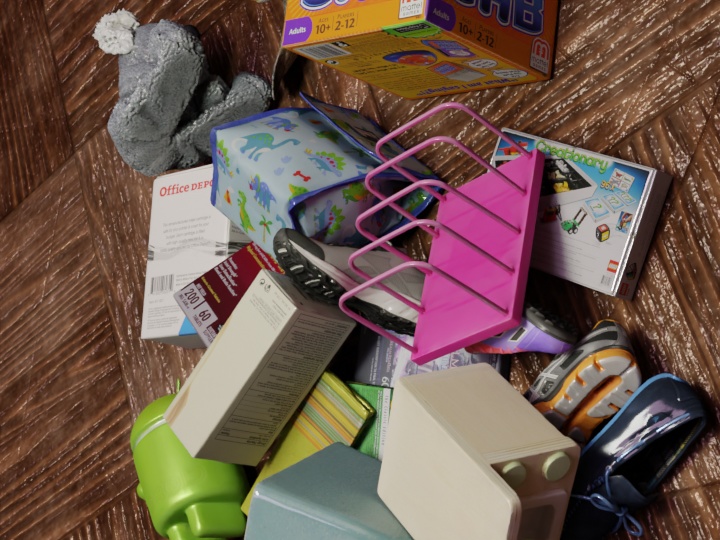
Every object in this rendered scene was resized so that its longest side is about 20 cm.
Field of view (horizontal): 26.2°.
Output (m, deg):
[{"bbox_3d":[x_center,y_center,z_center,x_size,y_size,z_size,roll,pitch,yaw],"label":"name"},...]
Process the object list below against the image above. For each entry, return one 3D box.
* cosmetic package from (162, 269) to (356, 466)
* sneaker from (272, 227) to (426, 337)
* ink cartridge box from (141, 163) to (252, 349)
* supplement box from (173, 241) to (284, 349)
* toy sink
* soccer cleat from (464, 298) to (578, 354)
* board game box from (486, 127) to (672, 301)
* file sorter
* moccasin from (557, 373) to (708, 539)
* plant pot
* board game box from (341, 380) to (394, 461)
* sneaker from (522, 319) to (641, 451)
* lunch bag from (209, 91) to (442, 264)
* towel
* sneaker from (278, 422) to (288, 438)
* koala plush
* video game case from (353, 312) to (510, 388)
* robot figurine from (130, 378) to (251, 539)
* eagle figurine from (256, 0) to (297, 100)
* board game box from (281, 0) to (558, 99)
[{"bbox_3d":[-0.106,0.104,1.619,0.200,0.105,0.071,-54,53,14],"label":"cosmetic package"},{"bbox_3d":[0.000,0.000,1.575,0.074,0.200,0.079,-12,56,62],"label":"sneaker"},{"bbox_3d":[-0.178,-0.015,1.835,0.146,0.084,0.200,-7,74,43],"label":"ink cartridge box"},{"bbox_3d":[-0.092,0.019,1.699,0.200,0.061,0.109,-34,51,-7],"label":"supplement box"},{"bbox_3d":[0.116,0.192,1.382,0.200,0.112,0.131,44,134,50],"label":"toy sink"},{"bbox_3d":[0.136,0.057,1.493,0.200,0.068,0.073,26,91,58],"label":"soccer cleat"},{"bbox_3d":[0.200,-0.058,1.523,0.200,0.035,0.127,22,95,44],"label":"board game box"},{"bbox_3d":[0.074,-0.039,1.482,0.139,0.125,0.200,-26,41,44],"label":"file sorter"},{"bbox_3d":[0.234,0.184,1.390,0.200,0.080,0.068,-60,35,15],"label":"moccasin"},{"bbox_3d":[0.011,0.302,1.484,0.200,0.196,0.197,15,102,22],"label":"plant pot"},{"bbox_3d":[0.010,0.220,1.620,0.105,0.023,0.200,5,90,46],"label":"board game box"},{"bbox_3d":[0.192,0.122,1.466,0.200,0.078,0.077,-42,24,35],"label":"sneaker"},{"bbox_3d":[-0.036,-0.103,1.660,0.170,0.200,0.128,43,140,40],"label":"lunch bag"},{"bbox_3d":[-0.058,0.204,1.655,0.086,0.018,0.200,43,115,32],"label":"towel"},{"bbox_3d":[-0.078,0.096,1.721,0.083,0.081,0.200,-21,68,24],"label":"sneaker"},{"bbox_3d":[-0.241,-0.234,1.888,0.184,0.177,0.200,-46,44,16],"label":"koala plush"},{"bbox_3d":[0.070,0.110,1.614,0.200,0.019,0.143,-2,78,44],"label":"video game case"},{"bbox_3d":[-0.194,0.226,1.764,0.176,0.116,0.200,-52,48,36],"label":"robot figurine"},{"bbox_3d":[-0.069,-0.317,1.809,0.152,0.151,0.200,179,68,-82],"label":"eagle figurine"},{"bbox_3d":[0.068,-0.308,1.600,0.200,0.200,0.200,-3,76,43],"label":"board game box"}]
